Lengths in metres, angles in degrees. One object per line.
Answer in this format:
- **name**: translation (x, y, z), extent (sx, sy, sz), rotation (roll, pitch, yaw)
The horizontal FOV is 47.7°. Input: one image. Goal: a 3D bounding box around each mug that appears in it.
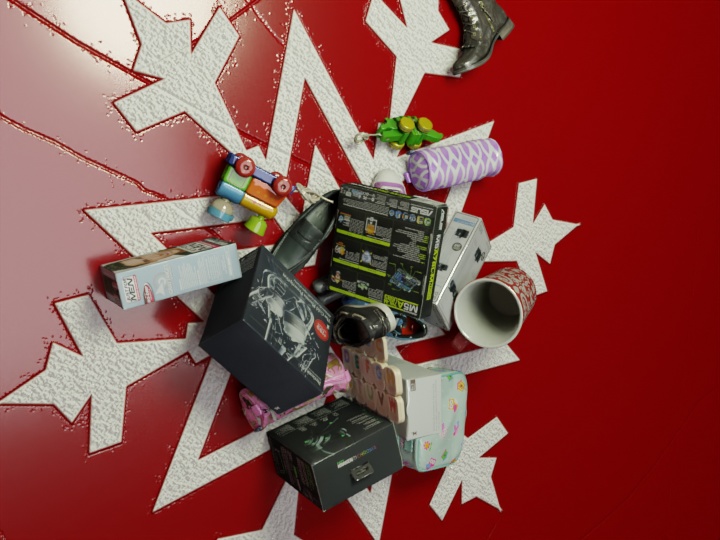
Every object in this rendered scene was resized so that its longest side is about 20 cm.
- **mug**: translation (0.259, 0.069, 1.622), extent (0.200, 0.176, 0.135), rotation (-25, 96, -64)

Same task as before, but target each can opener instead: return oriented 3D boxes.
- **can opener**: translation (0.000, 0.000, 1.521), extent (0.198, 0.066, 0.053), rotation (-29, 114, -17)

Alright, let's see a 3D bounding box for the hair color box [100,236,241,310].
- **hair color box**: translation (-0.302, 0.001, 1.303), extent (0.198, 0.099, 0.062), rotation (-17, 106, -29)

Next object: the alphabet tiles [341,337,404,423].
- **alphabet tiles**: translation (0.020, 0.203, 1.473), extent (0.014, 0.199, 0.199), rotation (-11, 103, -27)

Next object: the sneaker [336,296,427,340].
- **sneaker**: translation (0.046, 0.086, 1.537), extent (0.198, 0.090, 0.080), rotation (14, 89, -31)

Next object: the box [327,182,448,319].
- **box**: translation (0.042, -0.037, 1.393), extent (0.047, 0.198, 0.196), rotation (-15, 116, -54)

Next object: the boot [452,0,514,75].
- **boot**: translation (0.202, -0.496, 1.573), extent (0.201, 0.069, 0.175), rotation (-50, 116, -24)

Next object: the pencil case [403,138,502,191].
- **pencil case**: translation (0.183, -0.204, 1.583), extent (0.198, 0.085, 0.085), rotation (-13, 79, -28)

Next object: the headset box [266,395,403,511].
- **headset box**: translation (-0.044, 0.321, 1.451), extent (0.172, 0.199, 0.094), rotation (-21, 107, -28)

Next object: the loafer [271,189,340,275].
- **loafer**: translation (-0.095, -0.067, 1.432), extent (0.068, 0.070, 0.201), rotation (38, 72, 4)

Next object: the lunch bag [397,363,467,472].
- **lunch bag**: translation (0.137, 0.290, 1.616), extent (0.159, 0.076, 0.203), rotation (0, 96, -45)

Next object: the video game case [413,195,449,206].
- **video game case**: translation (0.122, -0.035, 1.574), extent (0.142, 0.017, 0.203), rotation (5, 95, -61)

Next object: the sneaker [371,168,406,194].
- **sneaker**: translation (0.067, -0.111, 1.474), extent (0.072, 0.114, 0.203), rotation (1, 66, -14)

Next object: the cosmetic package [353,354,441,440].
- **cosmetic package**: translation (0.065, 0.228, 1.504), extent (0.080, 0.199, 0.115), rotation (-6, 101, -30)

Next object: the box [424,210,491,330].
- **box**: translation (0.179, 0.001, 1.588), extent (0.202, 0.060, 0.117), rotation (-62, 150, -17)

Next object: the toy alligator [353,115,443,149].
- **toy alligator**: translation (0.066, -0.266, 1.526), extent (0.198, 0.059, 0.055), rotation (-5, 58, -30)

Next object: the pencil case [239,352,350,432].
- **pencil case**: translation (-0.116, 0.214, 1.454), extent (0.198, 0.087, 0.083), rotation (-21, 143, -30)

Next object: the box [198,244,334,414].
- **box**: translation (-0.149, 0.099, 1.356), extent (0.200, 0.103, 0.183), rotation (46, 31, -29)

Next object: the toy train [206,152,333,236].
- **toy train**: translation (-0.154, -0.109, 1.380), extent (0.198, 0.085, 0.117), rotation (26, 95, -21)

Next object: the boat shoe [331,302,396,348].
- **boat shoe**: translation (-0.015, 0.102, 1.421), extent (0.060, 0.199, 0.075), rotation (-28, 99, -32)
